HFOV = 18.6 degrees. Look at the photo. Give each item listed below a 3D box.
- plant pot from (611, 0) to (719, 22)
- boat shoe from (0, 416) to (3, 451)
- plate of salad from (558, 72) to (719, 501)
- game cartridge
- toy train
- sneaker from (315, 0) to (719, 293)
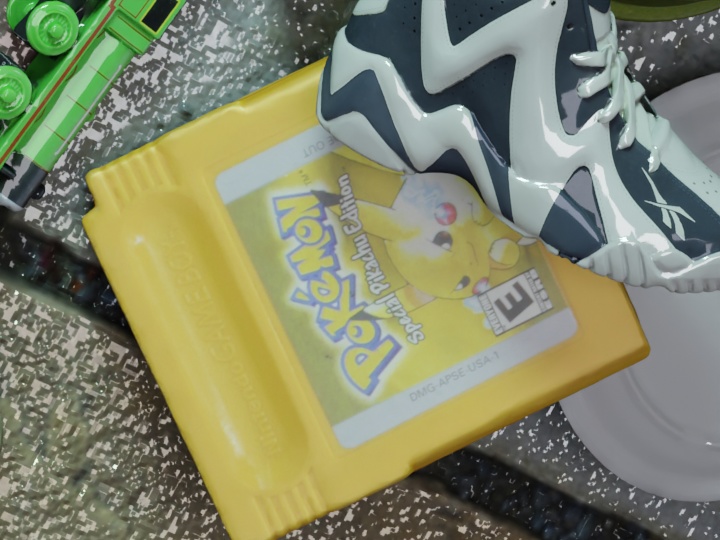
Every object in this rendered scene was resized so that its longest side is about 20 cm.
[{"bbox_3d":[0.163,-0.190,0.892,0.198,0.190,0.202,-4,104,-17],"label":"plant pot"},{"bbox_3d":[-0.242,0.087,0.898,0.198,0.066,0.075,-10,106,-15],"label":"boat shoe"},{"bbox_3d":[0.166,0.007,1.017,0.199,0.048,0.202,-6,104,-25],"label":"plate of salad"},{"bbox_3d":[0.000,0.000,0.940,0.199,0.032,0.177,-26,94,-5],"label":"game cartridge"},{"bbox_3d":[-0.108,-0.109,0.908,0.056,0.042,0.201,36,91,-32],"label":"toy train"},{"bbox_3d":[0.093,-0.081,0.873,0.198,0.080,0.130,27,119,5],"label":"sneaker"}]
